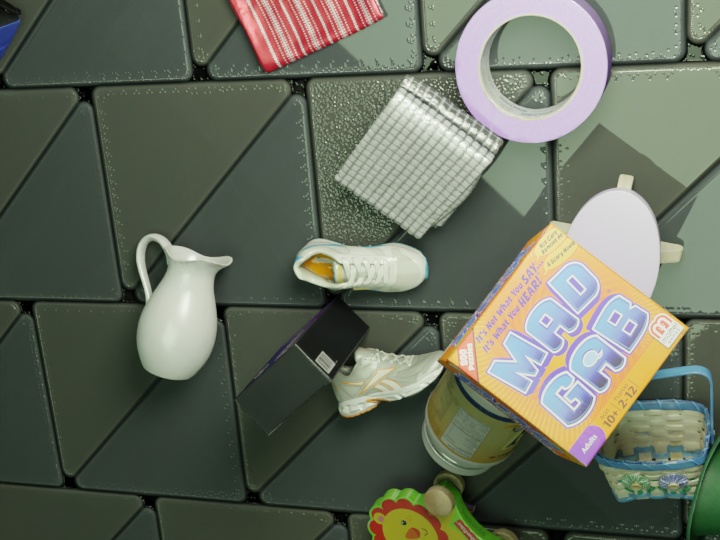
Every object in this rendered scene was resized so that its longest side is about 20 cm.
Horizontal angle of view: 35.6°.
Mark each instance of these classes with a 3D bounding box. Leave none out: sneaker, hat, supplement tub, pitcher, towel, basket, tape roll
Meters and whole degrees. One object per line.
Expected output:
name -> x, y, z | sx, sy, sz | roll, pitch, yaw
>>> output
sneaker -> 0.036, 0.150, 1.691 | 0.199, 0.076, 0.092 | -24, 96, 22
hat -> 0.558, 0.313, 1.511 | 0.175, 0.200, 0.166 | 17, 144, 30
supplement tub -> 0.174, 0.187, 1.576 | 0.144, 0.145, 0.200 | 31, 138, 6
pitcher -> -0.296, 0.054, 1.749 | 0.171, 0.121, 0.201 | 23, 104, 30
towel -> -0.082, -0.378, 1.570 | 0.199, 0.022, 0.145 | -20, 102, 23
sneaker -> 0.000, 0.000, 1.644 | 0.199, 0.081, 0.077 | 3, 108, 15
basket -> 0.408, 0.222, 1.556 | 0.176, 0.139, 0.201 | -7, 116, 21
towel -> 0.080, -0.154, 1.538 | 0.165, 0.086, 0.200 | 34, 139, -4
tape roll -> 0.229, -0.273, 1.483 | 0.199, 0.066, 0.201 | 6, 110, 17

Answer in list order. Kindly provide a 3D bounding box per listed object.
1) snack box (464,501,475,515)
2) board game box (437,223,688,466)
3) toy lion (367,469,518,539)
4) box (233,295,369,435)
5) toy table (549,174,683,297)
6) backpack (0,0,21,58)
snack box -> 0.125, 0.451, 1.791 | 0.072, 0.024, 0.201 | 18, 113, 13
board game box -> 0.236, 0.092, 1.367 | 0.200, 0.200, 0.200 | 37, 86, 3
toy lion -> 0.115, 0.414, 1.739 | 0.200, 0.069, 0.192 | 47, 123, -1
box -> -0.083, 0.136, 1.651 | 0.079, 0.200, 0.141 | 44, 115, -1
toy table -> 0.337, -0.023, 1.507 | 0.183, 0.117, 0.201 | 22, 113, 10
backpack -> -0.651, -0.376, 1.678 | 0.200, 0.163, 0.168 | 42, 119, -1
